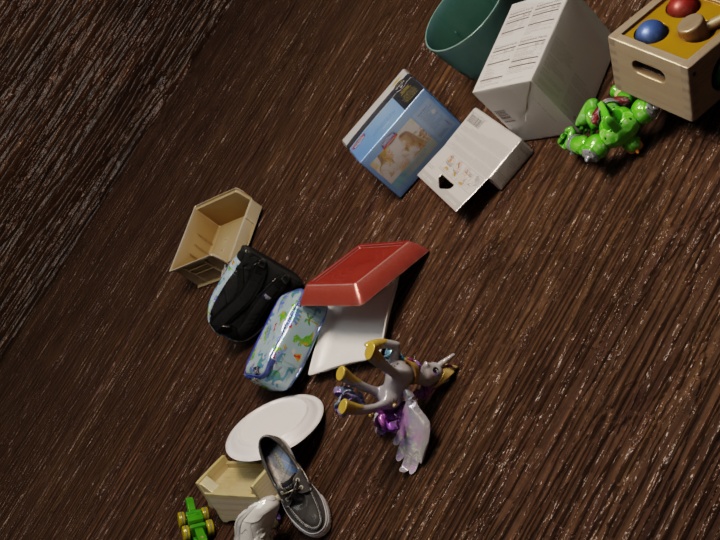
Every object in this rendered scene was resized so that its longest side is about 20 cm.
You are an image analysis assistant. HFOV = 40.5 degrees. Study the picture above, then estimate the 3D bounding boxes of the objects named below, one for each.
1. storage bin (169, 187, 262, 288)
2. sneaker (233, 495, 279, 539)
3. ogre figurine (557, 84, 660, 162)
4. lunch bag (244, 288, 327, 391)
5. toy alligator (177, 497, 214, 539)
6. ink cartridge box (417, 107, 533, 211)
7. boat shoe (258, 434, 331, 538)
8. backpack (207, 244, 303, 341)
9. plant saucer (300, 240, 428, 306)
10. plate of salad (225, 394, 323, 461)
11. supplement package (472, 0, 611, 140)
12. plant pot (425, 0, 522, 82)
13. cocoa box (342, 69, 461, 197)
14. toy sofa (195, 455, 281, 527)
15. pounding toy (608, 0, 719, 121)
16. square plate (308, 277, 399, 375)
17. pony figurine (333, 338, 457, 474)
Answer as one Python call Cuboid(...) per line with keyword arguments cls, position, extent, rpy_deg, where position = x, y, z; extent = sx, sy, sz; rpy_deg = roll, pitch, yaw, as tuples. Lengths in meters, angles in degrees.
Cuboid(cls="storage bin", position=(-0.358, -0.080, 2.441), extent=(0.197, 0.093, 0.202), rpy_deg=(-18, 46, 44))
Cuboid(cls="sneaker", position=(-0.175, 0.477, 1.672), extent=(0.099, 0.077, 0.202), rpy_deg=(40, 117, 30))
Cuboid(cls="ogre figurine", position=(0.408, -0.244, 1.571), extent=(0.197, 0.099, 0.121), rpy_deg=(-20, 33, 16))
Cuboid(cls="lunch bag", position=(-0.153, 0.141, 1.949), extent=(0.202, 0.082, 0.160), rpy_deg=(-65, 18, -15))
Cuboid(cls="toy alligator", position=(-0.306, 0.509, 1.853), extent=(0.200, 0.058, 0.055), rpy_deg=(-131, 38, -57))
Cuboid(cls="ink cartridge box", position=(0.212, -0.202, 1.842), extent=(0.177, 0.045, 0.200), rpy_deg=(-49, 31, 8))
Cuboid(cls="boat shoe", position=(-0.117, 0.361, 1.656), extent=(0.069, 0.066, 0.201), rpy_deg=(-32, 60, 2))
Cuboid(cls="backpack", position=(-0.248, 0.058, 2.122), extent=(0.202, 0.162, 0.154), rpy_deg=(-59, 23, 4))
Cuboid(cls="plant saucer", position=(0.000, 0.000, 1.854), extent=(0.199, 0.037, 0.198), rpy_deg=(-39, 21, -32))
Cuboid(cls="plate of salad", position=(-0.157, 0.299, 1.819), extent=(0.197, 0.049, 0.201), rpy_deg=(-19, 22, 8))
Cuboid(cls="supplement package", position=(0.330, -0.363, 1.737), extent=(0.150, 0.151, 0.202), rpy_deg=(0, 60, 54))
Cuboid(cls="plant pot", position=(0.254, -0.465, 1.927), extent=(0.200, 0.160, 0.202), rpy_deg=(-34, 36, 29))
Cuboid(cls="cocoa box", position=(0.085, -0.281, 2.003), extent=(0.200, 0.133, 0.132), rpy_deg=(-48, 32, 9))
Cuboid(cls="toy sofa", position=(-0.205, 0.404, 1.803), extent=(0.198, 0.098, 0.083), rpy_deg=(-12, 25, 48))
Cuboid(cls="pounding toy", position=(0.505, -0.345, 1.445), extent=(0.183, 0.143, 0.200), rpy_deg=(-39, 45, -13))
Cuboid(cls="square plate", position=(-0.006, 0.100, 1.862), extent=(0.198, 0.028, 0.200), rpy_deg=(-19, 45, 43))
Cuboid(cls="pony figurine", position=(0.052, 0.202, 1.568), extent=(0.166, 0.198, 0.195), rpy_deg=(42, 110, 52))
